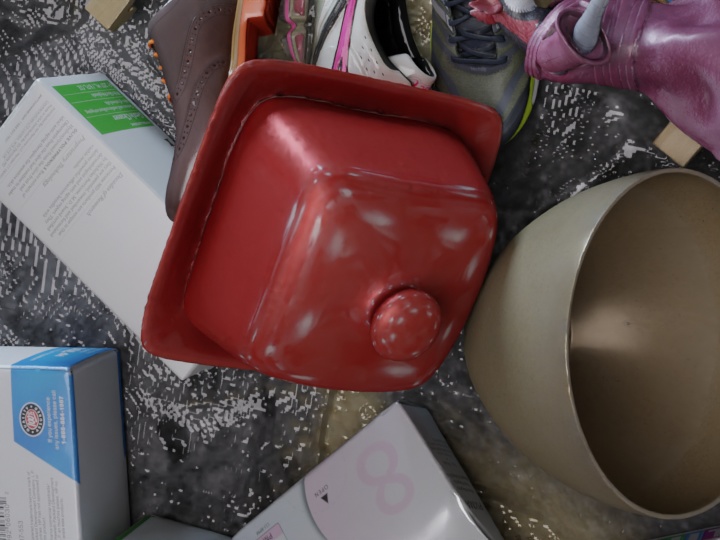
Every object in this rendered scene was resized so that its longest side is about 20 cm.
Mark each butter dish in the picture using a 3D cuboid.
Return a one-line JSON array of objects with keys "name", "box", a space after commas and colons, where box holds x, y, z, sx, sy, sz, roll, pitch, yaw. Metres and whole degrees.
[{"name": "butter dish", "box": [0.000, 0.000, 1.041, 0.148, 0.199, 0.200, 48, 123, 52]}]

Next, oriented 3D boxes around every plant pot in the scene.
[{"name": "plant pot", "box": [0.140, 0.042, 1.074, 0.134, 0.200, 0.202, -1, 100, 47]}]

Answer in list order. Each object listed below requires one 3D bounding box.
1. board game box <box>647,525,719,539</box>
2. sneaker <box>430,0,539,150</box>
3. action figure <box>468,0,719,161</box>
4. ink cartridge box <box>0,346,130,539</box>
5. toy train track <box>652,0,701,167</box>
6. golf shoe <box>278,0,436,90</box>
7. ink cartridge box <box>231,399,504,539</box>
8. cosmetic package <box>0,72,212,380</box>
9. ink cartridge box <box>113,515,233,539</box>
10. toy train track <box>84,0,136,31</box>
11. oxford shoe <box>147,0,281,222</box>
[{"name": "board game box", "box": [0.222, 0.235, 1.146, 0.199, 0.034, 0.135, -15, 94, 19]}, {"name": "sneaker", "box": [0.067, -0.173, 1.102, 0.073, 0.081, 0.201, -3, 99, 18]}, {"name": "action figure", "box": [0.159, -0.130, 1.038, 0.199, 0.134, 0.150, 9, 119, 17]}, {"name": "ink cartridge box", "box": [-0.271, 0.130, 1.258, 0.199, 0.086, 0.148, 1, 99, 19]}, {"name": "toy train track", "box": [0.194, -0.141, 1.089, 0.200, 0.033, 0.115, 42, 101, 13]}, {"name": "golf shoe", "box": [0.004, -0.101, 1.130, 0.092, 0.072, 0.201, 0, 100, 34]}, {"name": "ink cartridge box", "box": [0.024, 0.212, 1.166, 0.162, 0.057, 0.201, -40, 61, 19]}, {"name": "cosmetic package", "box": [-0.144, -0.032, 1.180, 0.200, 0.108, 0.085, 42, 106, 5]}, {"name": "ink cartridge box", "box": [-0.149, 0.288, 1.215, 0.083, 0.147, 0.201, 12, 104, 14]}, {"name": "toy train track", "box": [-0.107, -0.241, 1.175, 0.115, 0.033, 0.200, 44, 103, 14]}, {"name": "oxford shoe", "box": [-0.100, -0.121, 1.120, 0.072, 0.071, 0.201, 12, 78, 5]}]
